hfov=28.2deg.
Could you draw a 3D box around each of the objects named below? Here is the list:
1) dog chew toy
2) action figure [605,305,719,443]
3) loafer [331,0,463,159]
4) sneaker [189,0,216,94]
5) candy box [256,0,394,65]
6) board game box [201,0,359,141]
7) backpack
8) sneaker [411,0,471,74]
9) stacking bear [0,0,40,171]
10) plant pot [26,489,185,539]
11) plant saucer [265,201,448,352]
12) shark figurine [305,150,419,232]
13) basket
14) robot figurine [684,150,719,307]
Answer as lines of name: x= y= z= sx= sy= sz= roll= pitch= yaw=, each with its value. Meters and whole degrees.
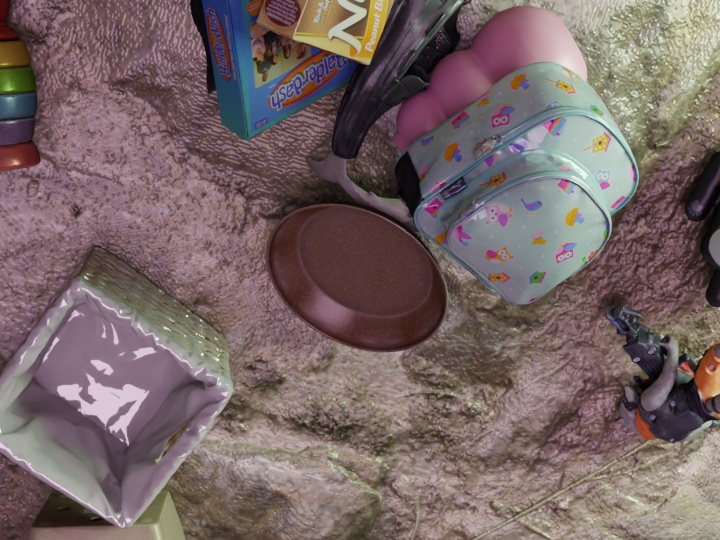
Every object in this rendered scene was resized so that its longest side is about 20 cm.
dog chew toy: x=0.122 y=-0.172 z=1.414 sx=0.199 sy=0.125 sz=0.125 roll=-31 pitch=107 yaw=3
action figure: x=0.338 y=0.119 z=1.510 sx=0.199 sy=0.105 sz=0.193 roll=39 pitch=138 yaw=-18
loafer: x=0.032 y=-0.189 z=1.374 sx=0.070 sy=0.068 sz=0.202 roll=27 pitch=114 yaw=-2
sneaker: x=-0.140 y=-0.284 z=1.396 sx=0.059 sy=0.104 sz=0.202 roll=-8 pitch=72 yaw=-25
candy box: x=-0.006 y=-0.296 z=1.284 sx=0.115 sy=0.055 sz=0.202 roll=8 pitch=109 yaw=-52
board game box: x=-0.073 y=-0.242 z=1.331 sx=0.151 sy=0.045 sz=0.202 roll=-33 pitch=137 yaw=-29
backpack: x=0.155 y=-0.082 z=1.327 sx=0.200 sy=0.154 sz=0.175 roll=-42 pitch=129 yaw=12
sneaker: x=0.038 y=-0.289 z=1.405 sx=0.113 sy=0.076 sz=0.201 roll=-29 pitch=110 yaw=5
stacking bear: x=-0.375 y=-0.201 z=1.399 sx=0.112 sy=0.122 sz=0.203 roll=-3 pitch=100 yaw=0
plant pot: x=-0.274 y=0.339 z=1.537 sx=0.197 sy=0.200 sz=0.180 roll=-2 pitch=97 yaw=-2
plant saucer: x=0.000 y=0.000 z=1.476 sx=0.198 sy=0.037 sz=0.202 roll=14 pitch=136 yaw=14
shark figurine: x=0.051 y=-0.066 z=1.478 sx=0.211 sy=0.090 sz=0.130 roll=3 pitch=74 yaw=-12
basket: x=-0.256 y=0.114 z=1.473 sx=0.199 sy=0.161 sz=0.199 roll=36 pitch=103 yaw=-12
robot figurine: x=0.427 y=-0.047 z=1.474 sx=0.149 sy=0.125 sz=0.202 roll=16 pitch=107 yaw=-26
